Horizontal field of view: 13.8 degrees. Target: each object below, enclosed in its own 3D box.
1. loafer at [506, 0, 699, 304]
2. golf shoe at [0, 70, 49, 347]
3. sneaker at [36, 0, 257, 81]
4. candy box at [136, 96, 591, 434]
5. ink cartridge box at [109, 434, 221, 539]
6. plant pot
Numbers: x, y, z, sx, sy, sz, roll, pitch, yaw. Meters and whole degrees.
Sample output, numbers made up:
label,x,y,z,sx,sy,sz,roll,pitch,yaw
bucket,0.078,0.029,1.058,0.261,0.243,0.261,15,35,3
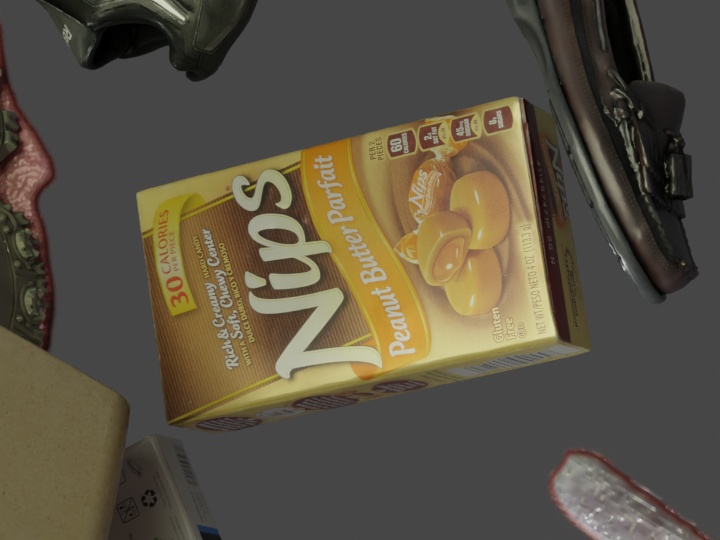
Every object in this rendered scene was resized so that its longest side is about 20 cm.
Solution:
label,x,y,z,sx,sy,sz,roll,pitch,yaw
loafer,0.117,-0.085,1.348,0.063,0.072,0.201,-25,70,12
golf shoe,-0.215,-0.015,1.475,0.097,0.078,0.201,-21,65,24
sneaker,-0.137,-0.149,1.461,0.199,0.066,0.091,22,88,21
candy box,0.000,0.000,1.387,0.199,0.055,0.116,-13,77,20
ink cartridge box,-0.157,0.168,1.435,0.199,0.039,0.100,-28,73,15
plant pot,-0.210,0.114,1.320,0.199,0.200,0.178,30,67,-8
